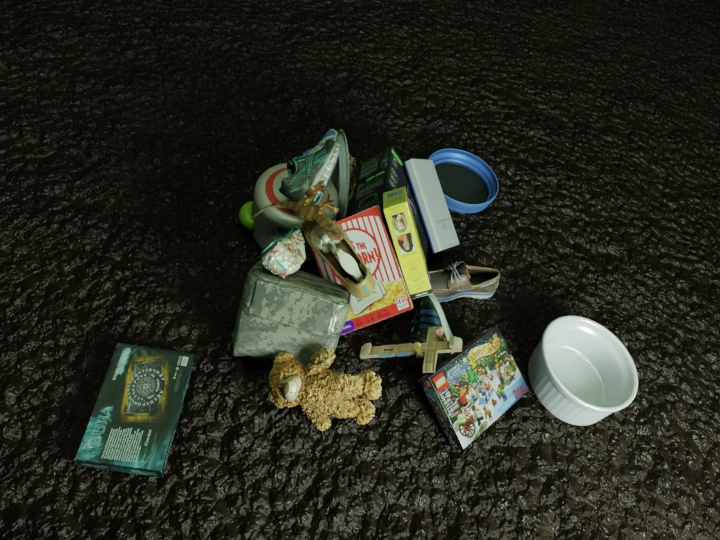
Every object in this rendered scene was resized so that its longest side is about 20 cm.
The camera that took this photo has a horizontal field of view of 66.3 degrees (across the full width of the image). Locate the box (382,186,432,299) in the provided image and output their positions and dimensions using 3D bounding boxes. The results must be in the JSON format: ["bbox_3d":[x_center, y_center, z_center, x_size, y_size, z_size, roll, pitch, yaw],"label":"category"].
[{"bbox_3d":[0.092,-0.051,1.065,0.049,0.205,0.076,-15,27,10],"label":"box"}]

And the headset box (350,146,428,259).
[{"bbox_3d":[0.071,-0.136,1.196,0.174,0.091,0.204,46,38,-34],"label":"headset box"}]

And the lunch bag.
[{"bbox_3d":[-0.126,0.093,0.977,0.194,0.173,0.140,17,10,-4],"label":"lunch bag"}]

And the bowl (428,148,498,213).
[{"bbox_3d":[0.255,-0.229,1.411,0.194,0.040,0.205,8,52,-10],"label":"bowl"}]

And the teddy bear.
[{"bbox_3d":[-0.060,0.204,0.925,0.196,0.147,0.067,29,26,-14],"label":"teddy bear"}]

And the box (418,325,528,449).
[{"bbox_3d":[0.213,0.213,1.020,0.197,0.037,0.140,-28,91,-32],"label":"box"}]

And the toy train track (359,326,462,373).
[{"bbox_3d":[0.089,0.137,1.018,0.194,0.033,0.116,-8,35,20],"label":"toy train track"}]

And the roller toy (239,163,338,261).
[{"bbox_3d":[-0.136,-0.127,1.156,0.182,0.142,0.199,41,53,17],"label":"roller toy"}]

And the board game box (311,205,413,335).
[{"bbox_3d":[0.000,0.000,1.054,0.147,0.046,0.206,-20,88,9],"label":"board game box"}]

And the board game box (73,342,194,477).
[{"bbox_3d":[-0.360,0.221,0.895,0.131,0.028,0.205,10,52,-7],"label":"board game box"}]

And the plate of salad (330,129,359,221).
[{"bbox_3d":[-0.035,-0.201,1.202,0.046,0.203,0.205,-1,52,-12],"label":"plate of salad"}]

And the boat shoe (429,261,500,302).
[{"bbox_3d":[0.208,0.016,1.185,0.193,0.073,0.074,-3,53,-18],"label":"boat shoe"}]

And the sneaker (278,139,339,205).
[{"bbox_3d":[-0.100,-0.204,1.091,0.089,0.078,0.203,24,46,-5],"label":"sneaker"}]

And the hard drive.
[{"bbox_3d":[0.162,-0.147,1.233,0.131,0.025,0.206,-16,87,-60],"label":"hard drive"}]

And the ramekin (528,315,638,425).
[{"bbox_3d":[0.429,0.201,1.087,0.194,0.099,0.205,8,51,-10],"label":"ramekin"}]

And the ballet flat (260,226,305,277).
[{"bbox_3d":[-0.130,-0.028,0.979,0.064,0.075,0.200,47,14,-7],"label":"ballet flat"}]

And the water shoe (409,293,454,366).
[{"bbox_3d":[0.129,0.116,1.087,0.077,0.072,0.203,-12,57,-21],"label":"water shoe"}]

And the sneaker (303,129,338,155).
[{"bbox_3d":[-0.099,-0.276,1.324,0.075,0.077,0.204,19,49,-6],"label":"sneaker"}]

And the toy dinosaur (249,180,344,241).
[{"bbox_3d":[-0.101,-0.113,0.985,0.196,0.062,0.106,22,45,32],"label":"toy dinosaur"}]

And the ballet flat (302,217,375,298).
[{"bbox_3d":[-0.041,-0.039,0.986,0.068,0.063,0.201,-40,68,-6],"label":"ballet flat"}]
